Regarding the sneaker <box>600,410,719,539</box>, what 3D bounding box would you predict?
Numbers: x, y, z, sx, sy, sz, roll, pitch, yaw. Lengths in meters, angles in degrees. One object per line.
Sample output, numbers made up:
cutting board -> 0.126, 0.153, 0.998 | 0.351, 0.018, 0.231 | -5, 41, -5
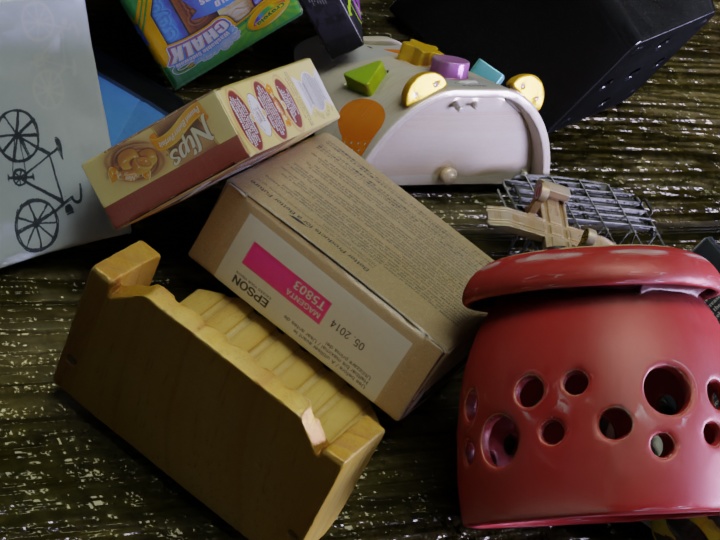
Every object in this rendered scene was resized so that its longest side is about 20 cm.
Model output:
sneaker -> 0.225, 0.151, 1.626 | 0.085, 0.074, 0.200 | -4, 53, -54

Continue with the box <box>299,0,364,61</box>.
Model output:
box -> -0.045, -0.277, 1.840 | 0.143, 0.036, 0.200 | 60, 11, -27

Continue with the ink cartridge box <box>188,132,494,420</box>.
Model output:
ink cartridge box -> 0.000, 0.000, 1.610 | 0.200, 0.075, 0.165 | 39, 29, 11

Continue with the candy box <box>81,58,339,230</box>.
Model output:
candy box -> -0.102, -0.092, 1.575 | 0.055, 0.115, 0.200 | 62, 21, -1

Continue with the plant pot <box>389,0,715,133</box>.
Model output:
plant pot -> 0.185, -0.238, 1.933 | 0.200, 0.200, 0.177 | -26, 76, -47

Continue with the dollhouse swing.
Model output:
dollhouse swing -> -0.064, 0.058, 1.464 | 0.200, 0.182, 0.176 | 38, 49, 10

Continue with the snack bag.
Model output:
snack bag -> -0.253, -0.095, 1.511 | 0.200, 0.021, 0.189 | -18, 102, -38

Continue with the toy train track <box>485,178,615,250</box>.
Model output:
toy train track -> 0.157, -0.009, 1.689 | 0.115, 0.033, 0.200 | 16, 39, -16

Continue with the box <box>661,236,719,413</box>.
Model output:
box -> 0.302, 0.096, 1.624 | 0.148, 0.107, 0.200 | 34, 15, -45

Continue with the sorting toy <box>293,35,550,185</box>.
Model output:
sorting toy -> 0.037, -0.146, 1.819 | 0.200, 0.107, 0.180 | -3, 30, -35

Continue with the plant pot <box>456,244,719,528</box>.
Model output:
plant pot -> 0.163, 0.080, 1.496 | 0.200, 0.200, 0.183 | 3, 82, -31

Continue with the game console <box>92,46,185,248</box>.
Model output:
game console -> -0.210, -0.142, 1.621 | 0.118, 0.171, 0.200 | 5, 37, 10

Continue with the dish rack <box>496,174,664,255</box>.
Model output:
dish rack -> 0.189, 0.004, 1.767 | 0.153, 0.055, 0.200 | 6, 42, -29

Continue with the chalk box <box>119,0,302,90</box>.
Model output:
chalk box -> -0.136, -0.238, 1.735 | 0.124, 0.200, 0.125 | -31, 57, -3
